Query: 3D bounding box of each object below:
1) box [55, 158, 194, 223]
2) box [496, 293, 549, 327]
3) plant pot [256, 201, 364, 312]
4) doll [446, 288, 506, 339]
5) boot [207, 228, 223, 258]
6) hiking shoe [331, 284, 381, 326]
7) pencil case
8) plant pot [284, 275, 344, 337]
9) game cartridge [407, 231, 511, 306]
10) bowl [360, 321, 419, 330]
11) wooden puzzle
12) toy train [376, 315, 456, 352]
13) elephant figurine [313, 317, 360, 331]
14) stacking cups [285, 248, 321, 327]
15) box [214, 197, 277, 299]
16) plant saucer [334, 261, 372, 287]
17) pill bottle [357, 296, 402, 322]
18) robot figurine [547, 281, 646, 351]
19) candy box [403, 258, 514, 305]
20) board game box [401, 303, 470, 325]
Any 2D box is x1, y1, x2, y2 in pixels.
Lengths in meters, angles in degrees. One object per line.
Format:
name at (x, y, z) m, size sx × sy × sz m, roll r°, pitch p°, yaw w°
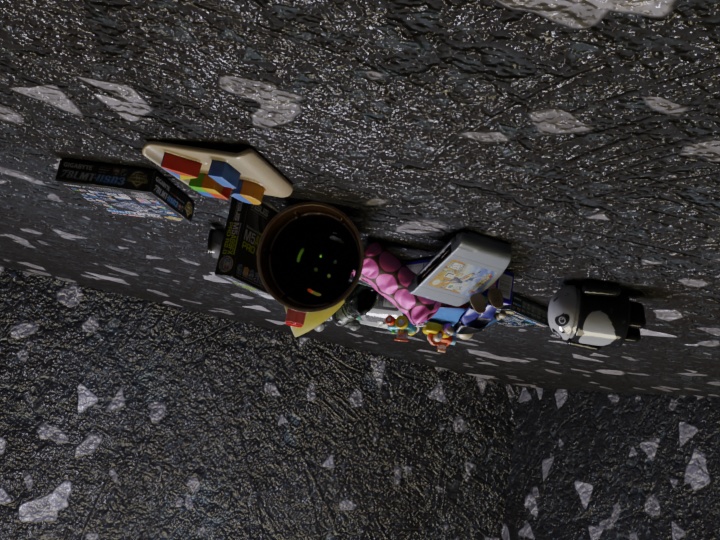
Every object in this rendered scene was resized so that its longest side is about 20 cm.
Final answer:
box at (-0.451, -0.150, 1.478) m, size 0.198 × 0.050 × 0.199 m, roll 8°, pitch 169°, yaw 12°
box at (0.378, 0.103, 1.963) m, size 0.199 × 0.046 × 0.158 m, roll 21°, pitch 164°, yaw -42°
plant pot at (-0.082, -0.015, 1.475) m, size 0.198 × 0.202 × 0.198 m, roll 9°, pitch 175°, yaw 7°
doll at (0.241, 0.100, 1.579) m, size 0.135 × 0.049 × 0.200 m, roll -14°, pitch 158°, yaw -15°
boot at (-0.276, -0.053, 1.780) m, size 0.130 × 0.070 × 0.200 m, roll 6°, pitch 179°, yaw 7°
hiking shoe at (-0.013, 0.079, 1.881) m, size 0.076 × 0.101 × 0.200 m, roll 44°, pitch 120°, yaw -3°
pencil case at (0.076, 0.032, 1.598) m, size 0.200 × 0.094 × 0.091 m, roll 40°, pitch -172°, yaw 6°
plant pot at (-0.118, 0.046, 1.855) m, size 0.141 × 0.202 × 0.200 m, roll -16°, pitch 169°, yaw -3°
game cartridge at (0.197, 0.003, 1.475) m, size 0.132 × 0.042 × 0.200 m, roll 18°, pitch 141°, yaw -20°
bowl at (0.083, 0.128, 2.283) m, size 0.198 × 0.075 × 0.200 m, roll 9°, pitch 168°, yaw 4°
wooden puzzle at (-0.236, -0.156, 1.265) m, size 0.198 × 0.047 × 0.185 m, roll 6°, pitch 168°, yaw 20°
toy train at (0.139, 0.155, 1.775) m, size 0.198 × 0.056 × 0.150 m, roll 11°, pitch 162°, yaw -10°
elephant figurine at (-0.080, 0.090, 2.138) m, size 0.141 × 0.156 × 0.199 m, roll 43°, pitch -146°, yaw 26°
stacking cups at (-0.117, 0.020, 1.617) m, size 0.060 × 0.202 × 0.061 m, roll 8°, pitch 167°, yaw 2°
box at (-0.201, -0.041, 1.503) m, size 0.044 × 0.162 × 0.200 m, roll 6°, pitch 167°, yaw 25°
plant saucer at (0.000, 0.000, 1.724) m, size 0.198 × 0.036 × 0.200 m, roll 16°, pitch -174°, yaw -2°
pill bottle at (0.084, 0.084, 1.966) m, size 0.198 × 0.114 × 0.113 m, roll 7°, pitch 168°, yaw 21°
robot figurine at (0.505, 0.100, 1.636) m, size 0.198 × 0.152 × 0.125 m, roll 9°, pitch -179°, yaw 7°
candy box at (0.210, 0.029, 1.679) m, size 0.168 × 0.078 × 0.200 m, roll 16°, pitch 169°, yaw -27°
board game box at (0.192, 0.087, 1.700) m, size 0.198 × 0.039 × 0.158 m, roll 2°, pitch 161°, yaw 19°
